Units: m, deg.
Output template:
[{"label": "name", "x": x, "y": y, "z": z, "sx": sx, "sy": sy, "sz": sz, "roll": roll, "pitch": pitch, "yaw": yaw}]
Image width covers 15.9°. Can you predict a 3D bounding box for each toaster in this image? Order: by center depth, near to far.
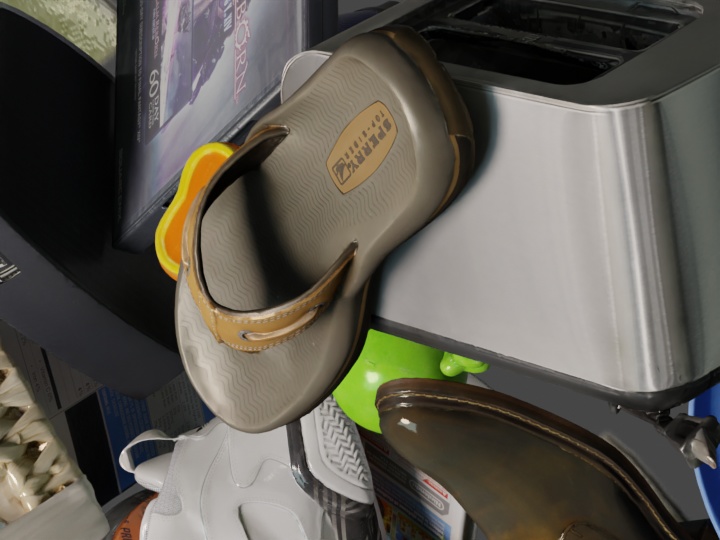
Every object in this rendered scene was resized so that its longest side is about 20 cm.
[{"label": "toaster", "x": 0.094, "y": -0.044, "z": 0.890, "sx": 0.199, "sy": 0.180, "sz": 0.119, "roll": 16, "pitch": 127, "yaw": 44}]

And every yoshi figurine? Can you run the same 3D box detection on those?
[{"label": "yoshi figurine", "x": 0.001, "y": 0.015, "z": 1.042, "sx": 0.112, "sy": 0.200, "sz": 0.113, "roll": -38, "pitch": 64, "yaw": 14}]

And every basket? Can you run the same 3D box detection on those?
[{"label": "basket", "x": -0.236, "y": 0.106, "z": 1.218, "sx": 0.200, "sy": 0.135, "sz": 0.124, "roll": -17, "pitch": 99, "yaw": 54}]

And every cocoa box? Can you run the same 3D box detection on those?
[{"label": "cocoa box", "x": -0.192, "y": 0.033, "z": 1.336, "sx": 0.199, "sy": 0.131, "sz": 0.134, "roll": 17, "pitch": 128, "yaw": 43}]

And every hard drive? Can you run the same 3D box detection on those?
[{"label": "hard drive", "x": -0.132, "y": -0.033, "z": 1.164, "sx": 0.042, "sy": 0.136, "sz": 0.200, "roll": -11, "pitch": 153, "yaw": 22}]

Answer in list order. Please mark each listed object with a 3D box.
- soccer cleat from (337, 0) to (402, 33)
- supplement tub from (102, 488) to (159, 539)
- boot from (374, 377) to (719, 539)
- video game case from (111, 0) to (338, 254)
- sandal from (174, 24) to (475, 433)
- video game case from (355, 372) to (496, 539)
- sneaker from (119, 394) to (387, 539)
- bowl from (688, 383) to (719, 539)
[{"label": "soccer cleat", "x": -0.044, "y": -0.062, "z": 1.123, "sx": 0.065, "sy": 0.084, "sz": 0.200, "roll": 57, "pitch": 146, "yaw": -7}, {"label": "supplement tub", "x": -0.096, "y": 0.183, "z": 1.319, "sx": 0.123, "sy": 0.122, "sz": 0.200, "roll": 50, "pitch": 156, "yaw": 10}, {"label": "boot", "x": 0.079, "y": 0.124, "z": 1.036, "sx": 0.199, "sy": 0.097, "sz": 0.075, "roll": 32, "pitch": 152, "yaw": -20}, {"label": "video game case", "x": -0.061, "y": -0.109, "z": 1.096, "sx": 0.200, "sy": 0.019, "sz": 0.144, "roll": -39, "pitch": 47, "yaw": 56}, {"label": "sandal", "x": -0.025, "y": -0.007, "z": 0.865, "sx": 0.082, "sy": 0.054, "sz": 0.200, "roll": 55, "pitch": 144, "yaw": 10}, {"label": "video game case", "x": 0.000, "y": 0.097, "z": 1.254, "sx": 0.143, "sy": 0.018, "sz": 0.201, "roll": 34, "pitch": 139, "yaw": 28}, {"label": "sneaker", "x": -0.038, "y": 0.152, "z": 1.197, "sx": 0.075, "sy": 0.114, "sz": 0.201, "roll": -162, "pitch": 56, "yaw": -88}, {"label": "bowl", "x": 0.214, "y": 0.083, "z": 0.967, "sx": 0.200, "sy": 0.039, "sz": 0.202, "roll": 31, "pitch": 138, "yaw": 33}]
